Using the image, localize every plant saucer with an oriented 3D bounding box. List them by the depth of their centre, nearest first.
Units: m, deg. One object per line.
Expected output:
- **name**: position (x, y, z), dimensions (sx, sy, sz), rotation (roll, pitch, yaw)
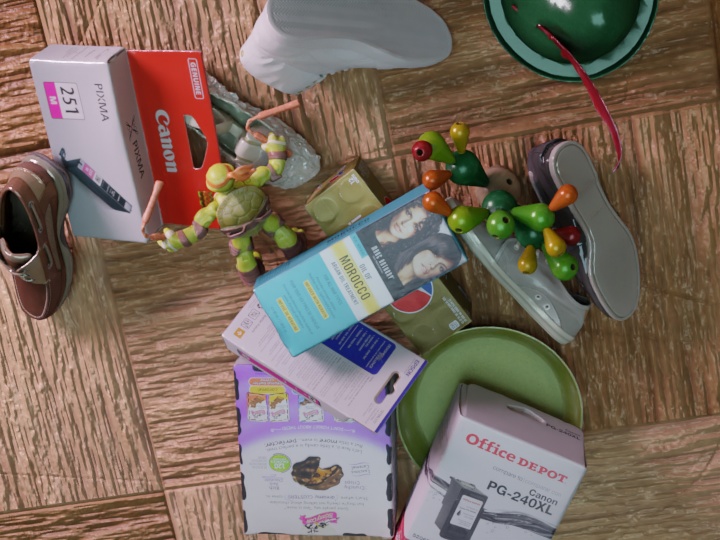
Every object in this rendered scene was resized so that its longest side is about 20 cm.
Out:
- **plant saucer**: position (0.138, 0.149, 1.427), dimensions (0.198, 0.031, 0.202), rotation (2, 109, 5)

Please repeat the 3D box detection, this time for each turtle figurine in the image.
- **turtle figurine**: position (-0.107, -0.063, 1.313), dimensions (0.200, 0.064, 0.162), rotation (-43, 139, -9)

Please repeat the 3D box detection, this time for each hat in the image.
- **hat**: position (0.205, -0.235, 1.215), dimensions (0.200, 0.176, 0.166), rotation (38, 108, -7)

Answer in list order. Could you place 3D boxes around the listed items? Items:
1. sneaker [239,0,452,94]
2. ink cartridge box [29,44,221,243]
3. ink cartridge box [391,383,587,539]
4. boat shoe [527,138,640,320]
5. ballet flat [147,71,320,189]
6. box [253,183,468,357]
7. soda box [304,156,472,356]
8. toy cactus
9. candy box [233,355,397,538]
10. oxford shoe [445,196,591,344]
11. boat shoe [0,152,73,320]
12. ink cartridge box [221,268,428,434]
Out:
- **sneaker**: position (-0.019, -0.221, 1.308), dimensions (0.198, 0.115, 0.074), rotation (4, 71, -24)
- **ink cartridge box**: position (-0.226, -0.122, 1.329), dimensions (0.172, 0.044, 0.201), rotation (6, 122, 22)
- **ink cartridge box**: position (0.132, 0.241, 1.398), dimensions (0.144, 0.083, 0.201), rotation (22, 110, -1)
- **boat shoe**: position (0.227, -0.043, 1.349), dimensions (0.067, 0.057, 0.201), rotation (-32, 109, -22)
- **ballet flat**: position (-0.134, -0.141, 1.344), dimensions (0.199, 0.072, 0.072), rotation (33, 109, -6)
- **box**: position (0.000, 0.000, 1.309), dimensions (0.199, 0.049, 0.083), rotation (-30, 102, 7)
- **soda box**: position (0.030, -0.015, 1.367), dimensions (0.068, 0.064, 0.200), rotation (-36, 100, 15)
- **toy cactus**: position (0.135, -0.076, 1.282), dimensions (0.199, 0.165, 0.103), rotation (30, 108, -5)
- **candy box**: position (-0.045, 0.183, 1.437), dimensions (0.166, 0.072, 0.202), rotation (0, 108, 6)
- **oxford shoe**: position (0.160, -0.009, 1.352), dimensions (0.200, 0.075, 0.058), rotation (44, 102, -12)
- **boat shoe**: position (-0.346, -0.026, 1.379), dimensions (0.075, 0.072, 0.201), rotation (21, 129, 19)
- **ink cartridge box**: position (-0.037, 0.085, 1.361), dimensions (0.199, 0.037, 0.095), rotation (30, 69, 22)
